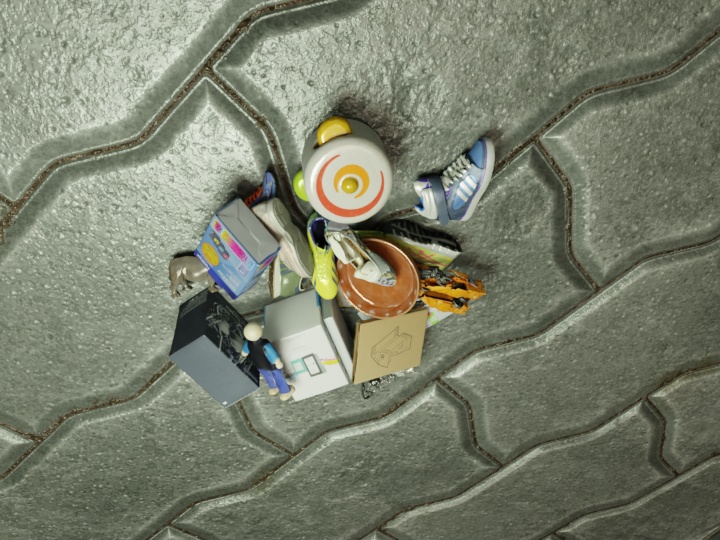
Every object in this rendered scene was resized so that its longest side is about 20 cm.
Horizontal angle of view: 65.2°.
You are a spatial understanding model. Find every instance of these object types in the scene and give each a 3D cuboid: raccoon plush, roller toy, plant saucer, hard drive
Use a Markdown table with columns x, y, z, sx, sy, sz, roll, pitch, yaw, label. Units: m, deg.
| x | y | z | sx | sy | sz | roll | pitch | yaw | label |
| --- | --- | --- | --- | --- | --- | --- | --- | --- | --- |
| 0.069 | 0.273 | 1.511 | 0.132 | 0.098 | 0.201 | -8 | 155 | -13 | raccoon plush |
| -0.026 | -0.199 | 1.132 | 0.180 | 0.141 | 0.202 | 17 | 119 | -19 | roller toy |
| 0.041 | 0.015 | 1.263 | 0.197 | 0.032 | 0.203 | 11 | 121 | 18 | plant saucer |
| -0.051 | 0.147 | 1.361 | 0.026 | 0.133 | 0.202 | -17 | 125 | 4 | hard drive |

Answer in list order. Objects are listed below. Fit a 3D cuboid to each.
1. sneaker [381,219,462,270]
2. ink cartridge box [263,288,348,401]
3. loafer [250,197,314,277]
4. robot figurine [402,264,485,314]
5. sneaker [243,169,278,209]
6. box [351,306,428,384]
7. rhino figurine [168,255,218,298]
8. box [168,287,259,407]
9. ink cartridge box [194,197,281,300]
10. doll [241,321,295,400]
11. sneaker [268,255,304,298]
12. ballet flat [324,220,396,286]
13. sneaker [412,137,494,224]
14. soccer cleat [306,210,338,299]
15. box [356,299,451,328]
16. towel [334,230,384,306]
| x | y | z | sx | sy | sz | roll | pitch | yaw | label |
| --- | --- | --- | --- | --- | --- | --- | --- | --- | --- |
| 0.133 | -0.048 | 1.297 | 0.197 | 0.079 | 0.091 | 19 | 126 | -18 | sneaker |
| -0.130 | 0.180 | 1.361 | 0.144 | 0.148 | 0.202 | -19 | 125 | 5 | ink cartridge box |
| -0.160 | -0.064 | 1.174 | 0.062 | 0.073 | 0.201 | -10 | 130 | 21 | loafer |
| 0.182 | 0.044 | 1.315 | 0.197 | 0.059 | 0.145 | 16 | 138 | -19 | robot figurine |
| -0.228 | -0.124 | 1.192 | 0.077 | 0.076 | 0.202 | 20 | 117 | -17 | sneaker |
| 0.071 | 0.180 | 1.363 | 0.197 | 0.021 | 0.166 | -10 | 118 | -31 | box |
| -0.334 | -0.001 | 1.263 | 0.197 | 0.060 | 0.089 | -11 | 113 | -6 | rhino figurine |
| -0.329 | 0.177 | 1.307 | 0.103 | 0.183 | 0.201 | -29 | 124 | 12 | box |
| -0.260 | -0.032 | 1.162 | 0.137 | 0.076 | 0.200 | 49 | 142 | 2 | ink cartridge box |
| -0.212 | 0.196 | 1.242 | 0.135 | 0.048 | 0.202 | 14 | 135 | 37 | doll |
| -0.156 | -0.030 | 1.276 | 0.088 | 0.067 | 0.203 | -3 | 121 | -22 | sneaker |
| -0.006 | -0.024 | 1.192 | 0.072 | 0.072 | 0.200 | -39 | 103 | 17 | ballet flat |
| 0.189 | -0.195 | 1.203 | 0.144 | 0.081 | 0.202 | 4 | 128 | -17 | sneaker |
| -0.085 | -0.030 | 1.237 | 0.064 | 0.084 | 0.204 | -7 | 103 | -5 | soccer cleat |
| 0.111 | 0.096 | 1.409 | 0.198 | 0.041 | 0.156 | -32 | 123 | 11 | box |
| 0.000 | 0.000 | 1.312 | 0.141 | 0.023 | 0.203 | 0 | 122 | 12 | towel |
